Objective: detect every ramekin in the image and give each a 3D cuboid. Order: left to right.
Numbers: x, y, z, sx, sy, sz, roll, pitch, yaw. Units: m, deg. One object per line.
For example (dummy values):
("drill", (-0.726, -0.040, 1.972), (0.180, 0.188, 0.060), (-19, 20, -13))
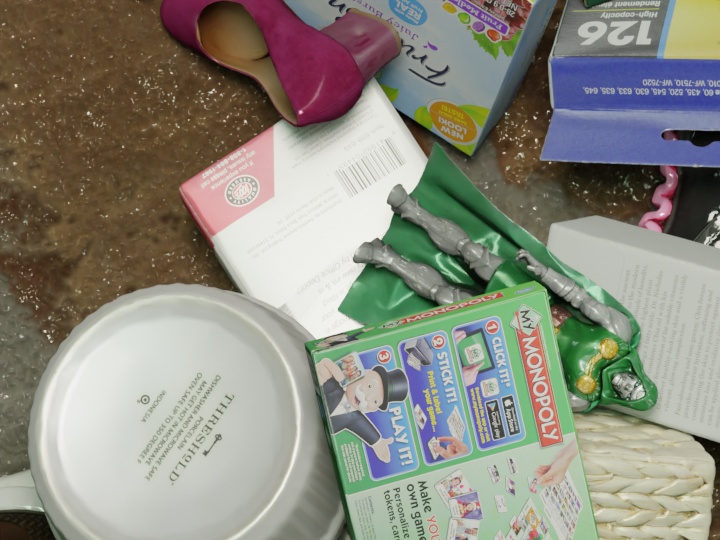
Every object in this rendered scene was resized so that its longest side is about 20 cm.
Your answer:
("ramekin", (-0.103, 0.100, 1.376), (0.201, 0.094, 0.204), (-2, 74, 8))

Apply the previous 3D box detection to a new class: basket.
("basket", (0.098, 0.143, 1.385), (0.198, 0.136, 0.124), (5, 104, -14))

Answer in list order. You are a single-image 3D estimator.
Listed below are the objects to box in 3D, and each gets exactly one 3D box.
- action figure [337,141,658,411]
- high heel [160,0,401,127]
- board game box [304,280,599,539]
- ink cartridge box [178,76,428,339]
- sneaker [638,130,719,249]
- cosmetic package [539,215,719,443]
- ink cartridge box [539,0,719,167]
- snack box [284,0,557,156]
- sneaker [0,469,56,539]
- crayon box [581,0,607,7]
("action figure", (0.092, 0.024, 1.389), (0.199, 0.055, 0.119), (32, 100, 16))
("high heel", (-0.075, -0.138, 1.475), (0.199, 0.068, 0.096), (11, 40, 42))
("board game box", (0.057, 0.120, 1.289), (0.134, 0.029, 0.201), (-14, 102, -8))
("ink cartridge box", (0.000, 0.000, 1.482), (0.145, 0.085, 0.201), (-32, 78, -4))
("sneaker", (0.230, -0.044, 1.475), (0.095, 0.079, 0.201), (15, 83, 42))
("cosmetic package", (0.205, 0.041, 1.399), (0.199, 0.071, 0.102), (17, 105, 26))
("ink cartridge box", (0.221, -0.147, 1.460), (0.196, 0.047, 0.201), (2, 44, 17))
("snack box", (0.021, -0.188, 1.476), (0.199, 0.169, 0.068), (35, 59, 8))
("sneaker", (-0.171, 0.138, 1.476), (0.198, 0.073, 0.085), (-6, 44, 7))
("crayon box", (0.188, -0.281, 1.513), (0.171, 0.058, 0.201), (-20, 53, -2))
